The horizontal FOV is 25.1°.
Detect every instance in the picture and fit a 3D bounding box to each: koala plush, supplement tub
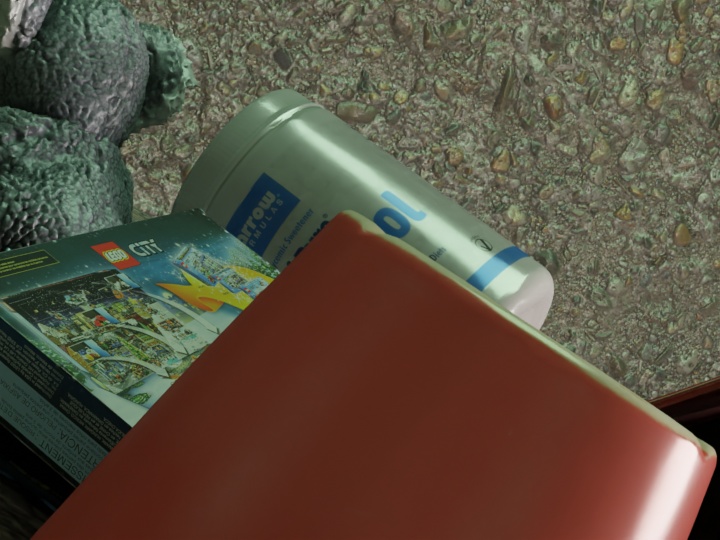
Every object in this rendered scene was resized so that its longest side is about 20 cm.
[{"bbox_3d":[-0.179,-0.076,0.925,0.183,0.201,0.177,9,-16,41],"label":"koala plush"},{"bbox_3d":[0.000,0.000,0.947,0.200,0.132,0.132,36,2,16],"label":"supplement tub"}]

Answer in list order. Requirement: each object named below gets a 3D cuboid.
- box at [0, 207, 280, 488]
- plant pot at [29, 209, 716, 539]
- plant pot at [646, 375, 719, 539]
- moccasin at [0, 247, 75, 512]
[{"bbox_3d":[-0.076,0.038,0.689,0.136,0.038,0.200,37,21,15],"label":"box"},{"bbox_3d":[0.006,0.092,0.511,0.200,0.178,0.200,33,0,0],"label":"plant pot"},{"bbox_3d":[0.190,0.129,0.680,0.201,0.199,0.176,70,20,3],"label":"plant pot"},{"bbox_3d":[-0.153,0.043,0.711,0.200,0.081,0.068,33,5,21],"label":"moccasin"}]
